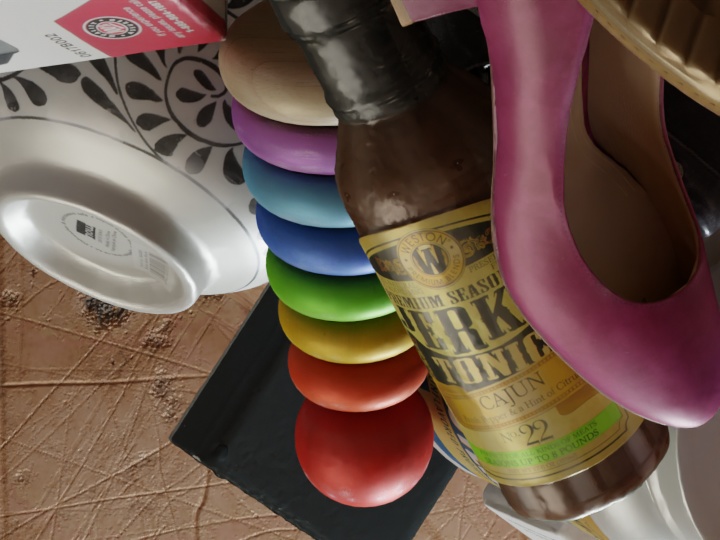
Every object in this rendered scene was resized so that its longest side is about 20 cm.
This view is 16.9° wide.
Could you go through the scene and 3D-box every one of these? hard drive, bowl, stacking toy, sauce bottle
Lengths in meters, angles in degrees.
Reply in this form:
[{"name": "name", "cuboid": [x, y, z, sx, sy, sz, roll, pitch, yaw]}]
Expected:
[{"name": "hard drive", "cuboid": [0.016, 0.029, 1.119, 0.139, 0.201, 0.033, 38, 172, -39]}, {"name": "bowl", "cuboid": [-0.087, -0.045, 0.956, 0.199, 0.095, 0.201, 20, 157, 9]}, {"name": "stacking toy", "cuboid": [0.000, 0.000, 0.892, 0.085, 0.085, 0.201, 27, 134, 42]}, {"name": "sauce bottle", "cuboid": [0.032, -0.013, 0.758, 0.065, 0.065, 0.201, 22, 147, 60]}]

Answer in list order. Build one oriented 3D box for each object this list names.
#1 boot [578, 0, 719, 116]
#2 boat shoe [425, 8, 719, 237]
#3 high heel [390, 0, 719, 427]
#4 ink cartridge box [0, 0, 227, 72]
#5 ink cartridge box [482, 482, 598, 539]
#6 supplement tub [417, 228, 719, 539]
[{"name": "boot", "cuboid": [0.128, -0.038, 0.631, 0.199, 0.073, 0.166, 29, 171, 7]}, {"name": "boat shoe", "cuboid": [0.042, -0.077, 0.790, 0.199, 0.068, 0.072, 31, 174, 13]}, {"name": "high heel", "cuboid": [0.081, -0.038, 0.695, 0.096, 0.067, 0.201, -6, 116, 46]}, {"name": "ink cartridge box", "cuboid": [-0.160, -0.122, 0.813, 0.198, 0.086, 0.148, -9, 165, 19]}, {"name": "ink cartridge box", "cuboid": [0.180, 0.105, 1.132, 0.200, 0.145, 0.085, 36, 172, -24]}, {"name": "supplement tub", "cuboid": [0.113, 0.032, 0.917, 0.144, 0.145, 0.200, 36, 173, -28]}]
